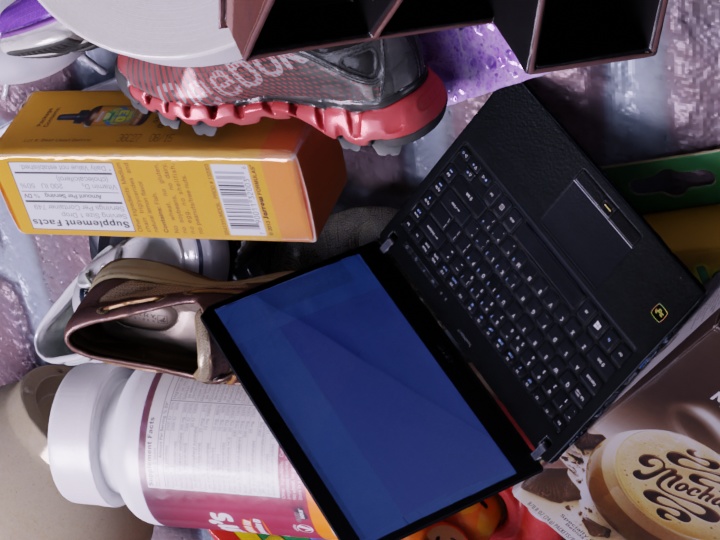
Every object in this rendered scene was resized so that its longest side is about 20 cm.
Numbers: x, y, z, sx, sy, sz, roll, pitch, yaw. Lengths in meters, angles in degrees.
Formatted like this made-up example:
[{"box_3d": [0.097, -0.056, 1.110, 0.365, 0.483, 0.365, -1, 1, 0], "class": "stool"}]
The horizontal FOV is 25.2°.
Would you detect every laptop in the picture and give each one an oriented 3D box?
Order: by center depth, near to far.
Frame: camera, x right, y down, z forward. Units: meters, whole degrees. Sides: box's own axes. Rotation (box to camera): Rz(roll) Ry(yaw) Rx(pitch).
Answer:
[{"box_3d": [0.042, 0.017, 0.840, 0.200, 0.103, 0.178, -51, 56, 23], "class": "laptop"}]

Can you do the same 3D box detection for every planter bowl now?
[{"box_3d": [-0.234, 0.159, 1.223, 0.200, 0.200, 0.135, 37, 112, 1], "class": "planter bowl"}]

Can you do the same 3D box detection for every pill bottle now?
[{"box_3d": [-0.087, 0.108, 1.011, 0.199, 0.110, 0.110, 1, 128, 18], "class": "pill bottle"}]

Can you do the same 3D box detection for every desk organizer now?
[{"box_3d": [0.040, -0.134, 0.744, 0.072, 0.199, 0.077, 95, 158, -43], "class": "desk organizer"}]

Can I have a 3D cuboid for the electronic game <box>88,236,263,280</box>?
[{"box_3d": [-0.098, 0.006, 1.081, 0.199, 0.042, 0.201, 15, 126, 22], "class": "electronic game"}]

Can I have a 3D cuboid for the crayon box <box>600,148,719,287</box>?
[{"box_3d": [0.193, 0.032, 0.891, 0.126, 0.051, 0.201, -8, 120, 40], "class": "crayon box"}]

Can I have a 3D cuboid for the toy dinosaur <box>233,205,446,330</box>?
[{"box_3d": [0.000, 0.000, 0.962, 0.199, 0.077, 0.103, 0, 118, 21], "class": "toy dinosaur"}]

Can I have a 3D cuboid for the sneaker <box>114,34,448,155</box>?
[{"box_3d": [-0.051, -0.123, 0.868, 0.199, 0.071, 0.098, 8, 131, 27], "class": "sneaker"}]

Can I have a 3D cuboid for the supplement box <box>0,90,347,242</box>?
[{"box_3d": [-0.113, -0.062, 0.945, 0.199, 0.067, 0.069, 4, 131, 19], "class": "supplement box"}]

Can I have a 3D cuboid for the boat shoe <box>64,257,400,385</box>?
[{"box_3d": [-0.075, 0.041, 0.925, 0.199, 0.072, 0.073, 10, 120, 15], "class": "boat shoe"}]

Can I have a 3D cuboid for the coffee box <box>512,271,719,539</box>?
[{"box_3d": [0.184, 0.087, 0.846, 0.113, 0.080, 0.200, 39, 139, 0], "class": "coffee box"}]

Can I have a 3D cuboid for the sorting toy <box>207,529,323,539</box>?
[{"box_3d": [-0.027, 0.230, 1.147, 0.199, 0.070, 0.200, 54, 163, -17], "class": "sorting toy"}]

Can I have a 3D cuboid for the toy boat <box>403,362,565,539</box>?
[{"box_3d": [0.065, 0.157, 1.032, 0.130, 0.131, 0.201, 23, 136, 16], "class": "toy boat"}]

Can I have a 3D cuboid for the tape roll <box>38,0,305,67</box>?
[{"box_3d": [-0.089, -0.204, 0.808, 0.201, 0.037, 0.204, 0, 91, 17], "class": "tape roll"}]

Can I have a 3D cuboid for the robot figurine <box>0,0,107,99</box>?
[{"box_3d": [-0.217, -0.193, 0.937, 0.169, 0.113, 0.201, -4, 124, 25], "class": "robot figurine"}]

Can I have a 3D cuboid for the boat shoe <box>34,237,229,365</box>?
[{"box_3d": [-0.149, 0.022, 1.021, 0.200, 0.066, 0.074, -43, 63, 51], "class": "boat shoe"}]

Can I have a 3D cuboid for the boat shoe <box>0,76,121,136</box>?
[{"box_3d": [-0.178, -0.081, 1.035, 0.199, 0.072, 0.062, -16, 100, 40], "class": "boat shoe"}]

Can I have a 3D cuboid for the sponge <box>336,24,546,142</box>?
[{"box_3d": [0.011, -0.137, 0.888, 0.199, 0.030, 0.112, -14, 117, 43], "class": "sponge"}]

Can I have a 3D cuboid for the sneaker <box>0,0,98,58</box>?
[{"box_3d": [-0.121, -0.188, 0.875, 0.200, 0.081, 0.084, -37, 89, 12], "class": "sneaker"}]
